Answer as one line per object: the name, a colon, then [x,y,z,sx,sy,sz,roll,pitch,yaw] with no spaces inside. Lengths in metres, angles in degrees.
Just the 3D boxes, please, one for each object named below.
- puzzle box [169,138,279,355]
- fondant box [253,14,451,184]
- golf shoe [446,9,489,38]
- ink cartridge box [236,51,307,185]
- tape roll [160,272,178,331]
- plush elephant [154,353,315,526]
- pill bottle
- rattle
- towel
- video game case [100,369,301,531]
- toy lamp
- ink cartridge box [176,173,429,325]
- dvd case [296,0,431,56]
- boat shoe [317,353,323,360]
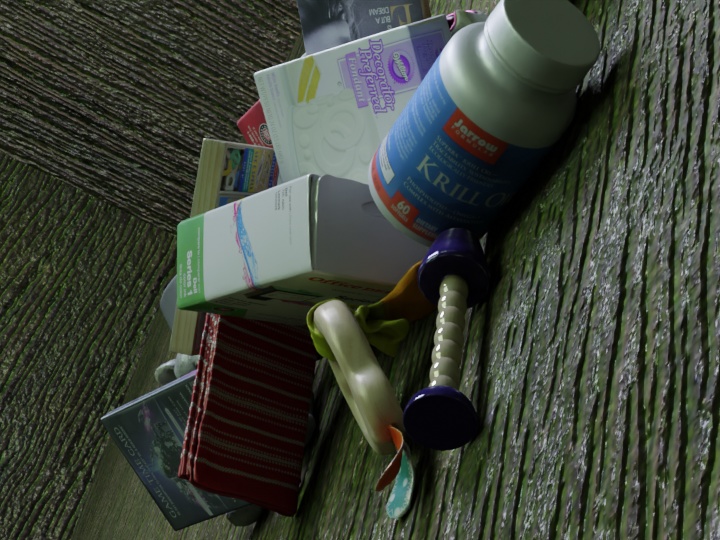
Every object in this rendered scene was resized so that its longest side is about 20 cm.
puzzle box: [-0.126,-0.022,1.417,0.133,0.025,0.202,-6,-74,-70]
fondant box: [0.006,-0.130,1.318,0.199,0.145,0.058,-9,9,44]
golf shoe: [0.101,-0.205,1.359,0.076,0.091,0.200,-66,9,-2]
ink cartridge box: [-0.011,-0.145,1.451,0.083,0.146,0.200,-24,-10,-44]
tape roll: [-0.117,0.023,1.630,0.199,0.066,0.201,-28,-19,-10]
plush elephant: [-0.133,0.127,1.540,0.165,0.154,0.201,-56,14,39]
pill bottle: [0.094,-0.116,1.130,0.200,0.112,0.113,-56,14,43]
rattle: [0.047,0.084,1.126,0.200,0.142,0.131,-131,34,-62]
towel: [-0.096,0.116,1.373,0.022,0.144,0.201,-11,63,41]
video game case: [-0.162,0.177,1.477,0.199,0.143,0.019,-26,10,44]
toy lamp: [0.063,0.040,1.071,0.058,0.058,0.201,-56,13,35]
ink cartridge box: [-0.046,-0.013,1.288,0.199,0.144,0.085,-15,71,49]
dvd case: [0.010,-0.183,1.345,0.148,0.201,0.016,1,18,42]
boat shoe: [-0.068,0.002,1.473,0.071,0.064,0.201,-30,-45,-26]
